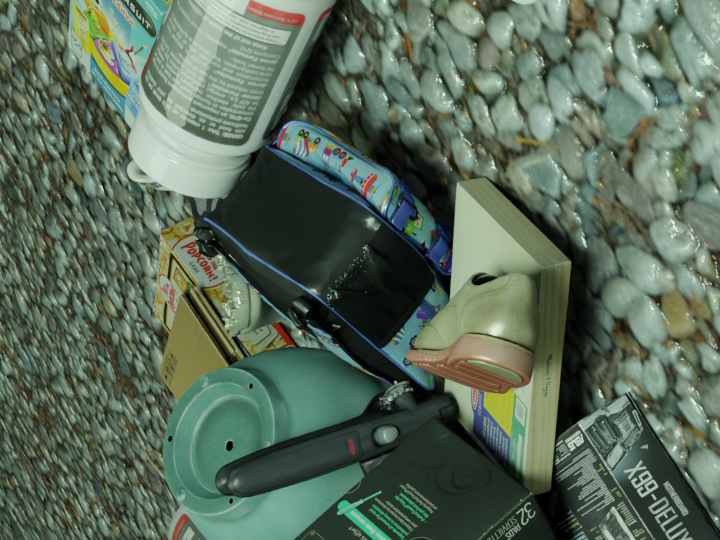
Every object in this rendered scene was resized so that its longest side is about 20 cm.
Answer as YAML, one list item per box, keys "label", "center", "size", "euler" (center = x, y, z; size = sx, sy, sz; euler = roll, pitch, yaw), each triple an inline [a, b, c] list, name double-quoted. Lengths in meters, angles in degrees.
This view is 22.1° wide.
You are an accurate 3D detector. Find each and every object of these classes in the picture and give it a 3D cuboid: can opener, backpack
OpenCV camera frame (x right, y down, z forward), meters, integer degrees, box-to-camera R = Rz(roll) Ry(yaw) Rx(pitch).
- label: "can opener"
  center: [-0.013, 0.134, 1.383]
  size: [0.063, 0.200, 0.079]
  euler: [-27, 77, 59]
- label: "backpack"
  center: [0.000, 0.000, 1.434]
  size: [0.183, 0.135, 0.200]
  euler: [34, 175, 47]

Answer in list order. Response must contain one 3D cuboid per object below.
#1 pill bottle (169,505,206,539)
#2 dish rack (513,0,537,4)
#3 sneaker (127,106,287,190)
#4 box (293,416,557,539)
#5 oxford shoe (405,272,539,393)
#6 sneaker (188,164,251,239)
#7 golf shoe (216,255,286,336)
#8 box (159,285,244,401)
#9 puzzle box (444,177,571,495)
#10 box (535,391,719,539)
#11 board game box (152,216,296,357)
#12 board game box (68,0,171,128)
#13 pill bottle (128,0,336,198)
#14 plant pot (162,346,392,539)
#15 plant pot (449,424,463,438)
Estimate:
- label: "pill bottle"
  center: [-0.107, 0.321, 1.969]
  size: [0.200, 0.116, 0.116]
  euler: [47, 150, 31]
- label: "dish rack"
  center: [0.062, -0.273, 1.155]
  size: [0.200, 0.044, 0.172]
  euler: [35, 144, 44]
- label: "sneaker"
  center: [-0.122, -0.139, 1.535]
  size: [0.200, 0.080, 0.076]
  euler: [-57, 49, 33]
- label: "box"
  center: [0.040, 0.241, 1.361]
  size: [0.124, 0.200, 0.149]
  euler: [35, 161, 46]
- label: "oxford shoe"
  center: [0.086, 0.042, 1.292]
  size: [0.071, 0.074, 0.200]
  euler: [20, 171, -13]
- label: "sneaker"
  center: [-0.112, -0.080, 1.635]
  size: [0.200, 0.075, 0.114]
  euler: [-13, 102, 64]
- label: "golf shoe"
  center: [-0.068, 0.010, 1.559]
  size: [0.200, 0.097, 0.078]
  euler: [-46, -49, -83]
- label: "box"
  center: [-0.142, 0.124, 1.842]
  size: [0.164, 0.021, 0.200]
  euler: [55, 155, 15]
- label: "puzzle box"
  center: [0.104, 0.049, 1.345]
  size: [0.133, 0.025, 0.200]
  euler: [-130, 35, -50]
- label: "box"
  center: [0.184, 0.196, 1.373]
  size: [0.158, 0.050, 0.200]
  euler: [57, 154, 11]
- label: "board game box"
  center: [-0.135, 0.065, 1.854]
  size: [0.200, 0.046, 0.152]
  euler: [52, 153, 22]
- label: "board game box"
  center: [-0.213, -0.231, 1.711]
  size: [0.151, 0.047, 0.200]
  euler: [51, 153, 22]
- label: "pill bottle"
  center: [-0.104, -0.162, 1.420]
  size: [0.114, 0.114, 0.200]
  euler: [49, 128, 27]
- label: "plant pot"
  center: [-0.072, 0.149, 1.479]
  size: [0.200, 0.134, 0.200]
  euler: [-14, 67, 35]
- label: "plant pot"
  center: [0.038, 0.222, 1.584]
  size: [0.141, 0.141, 0.200]
  euler: [-3, 102, 63]
